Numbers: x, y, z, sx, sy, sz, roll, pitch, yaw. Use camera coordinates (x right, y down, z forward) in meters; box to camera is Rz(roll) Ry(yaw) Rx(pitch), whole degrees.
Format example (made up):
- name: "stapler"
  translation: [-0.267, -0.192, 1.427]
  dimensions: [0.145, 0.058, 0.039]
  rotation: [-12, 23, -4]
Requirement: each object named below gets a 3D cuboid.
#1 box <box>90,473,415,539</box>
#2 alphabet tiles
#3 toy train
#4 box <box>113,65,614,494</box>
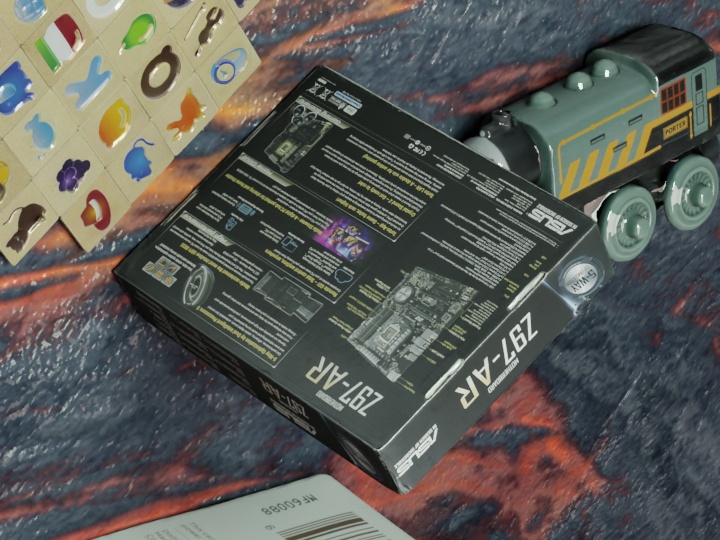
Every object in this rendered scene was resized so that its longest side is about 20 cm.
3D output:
- name: "box"
  translation: [-0.041, 0.245, 1.492]
  dimensions: [0.200, 0.199, 0.171]
  rotation: [-13, 126, -43]
- name: "alphabet tiles"
  translation: [-0.121, -0.102, 1.304]
  dimensions: [0.200, 0.006, 0.166]
  rotation: [-49, 144, -13]
- name: "toy train"
  translation: [0.132, -0.065, 1.575]
  dimensions: [0.200, 0.085, 0.114]
  rotation: [-26, 122, -34]
- name: "box"
  translation: [0.000, 0.000, 1.356]
  dimensions: [0.160, 0.200, 0.044]
  rotation: [-46, 142, -16]
